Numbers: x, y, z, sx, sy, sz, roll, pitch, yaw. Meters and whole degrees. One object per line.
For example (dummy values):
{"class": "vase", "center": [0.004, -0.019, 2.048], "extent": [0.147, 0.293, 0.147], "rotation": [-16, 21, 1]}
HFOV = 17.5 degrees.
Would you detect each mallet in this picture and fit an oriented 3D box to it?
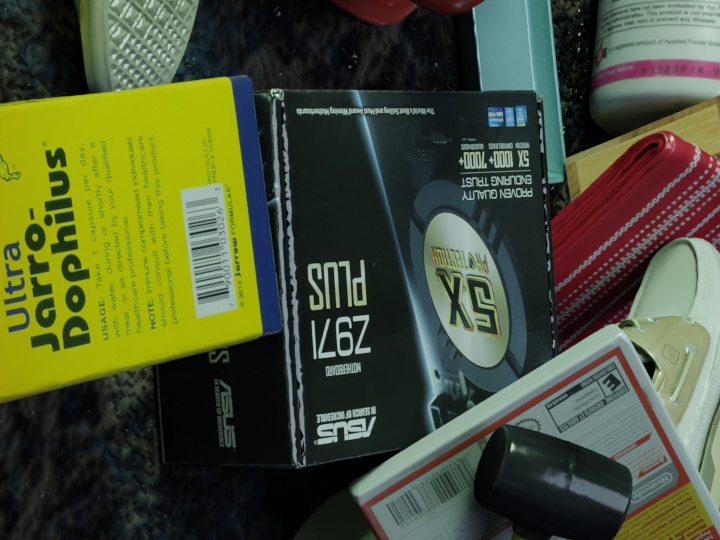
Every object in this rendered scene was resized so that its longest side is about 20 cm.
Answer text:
{"class": "mallet", "center": [0.065, 0.166, 1.047], "extent": [0.065, 0.041, 0.201], "rotation": [12, 107, -10]}

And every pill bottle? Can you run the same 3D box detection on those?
{"class": "pill bottle", "center": [0.190, -0.176, 1.302], "extent": [0.113, 0.113, 0.201], "rotation": [17, 75, -47]}

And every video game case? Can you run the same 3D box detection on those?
{"class": "video game case", "center": [0.101, 0.142, 1.075], "extent": [0.143, 0.017, 0.201], "rotation": [-31, 110, -3]}

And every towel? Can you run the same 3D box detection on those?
{"class": "towel", "center": [0.167, 0.000, 1.262], "extent": [0.200, 0.145, 0.023], "rotation": [22, 33, -46]}

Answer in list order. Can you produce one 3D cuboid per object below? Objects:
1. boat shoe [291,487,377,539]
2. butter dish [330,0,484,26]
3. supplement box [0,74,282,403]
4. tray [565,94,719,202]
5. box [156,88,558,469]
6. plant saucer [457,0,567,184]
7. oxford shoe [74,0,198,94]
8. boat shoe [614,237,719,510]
{"class": "boat shoe", "center": [-0.010, 0.200, 1.080], "extent": [0.063, 0.071, 0.201], "rotation": [43, 52, -51]}
{"class": "butter dish", "center": [0.040, -0.198, 1.058], "extent": [0.200, 0.148, 0.200], "rotation": [-48, 133, 9]}
{"class": "supplement box", "center": [-0.140, -0.011, 0.913], "extent": [0.199, 0.108, 0.110], "rotation": [-13, 98, -49]}
{"class": "tray", "center": [0.207, -0.032, 1.308], "extent": [0.200, 0.098, 0.037], "rotation": [28, 47, -50]}
{"class": "box", "center": [0.000, 0.000, 1.092], "extent": [0.199, 0.086, 0.165], "rotation": [-4, 91, -49]}
{"class": "plant saucer", "center": [0.074, -0.144, 1.240], "extent": [0.070, 0.019, 0.201], "rotation": [-9, 95, -49]}
{"class": "oxford shoe", "center": [-0.109, -0.166, 1.006], "extent": [0.075, 0.057, 0.201], "rotation": [-33, 127, -52]}
{"class": "boat shoe", "center": [0.145, 0.054, 1.156], "extent": [0.068, 0.075, 0.201], "rotation": [33, 44, -20]}
